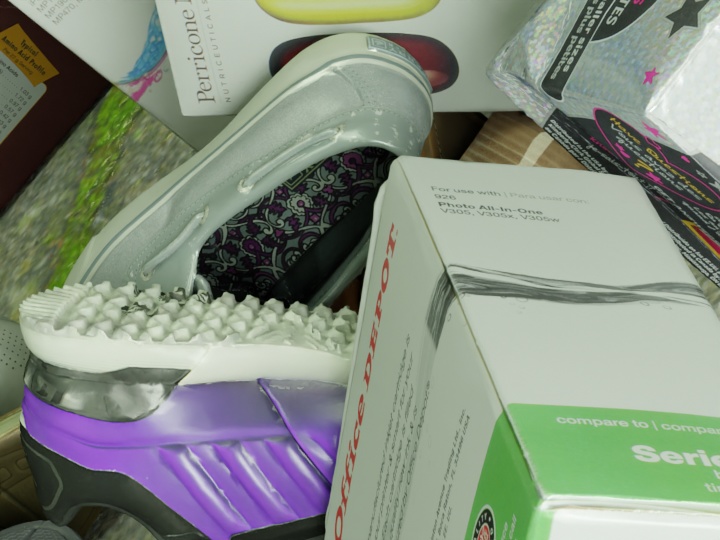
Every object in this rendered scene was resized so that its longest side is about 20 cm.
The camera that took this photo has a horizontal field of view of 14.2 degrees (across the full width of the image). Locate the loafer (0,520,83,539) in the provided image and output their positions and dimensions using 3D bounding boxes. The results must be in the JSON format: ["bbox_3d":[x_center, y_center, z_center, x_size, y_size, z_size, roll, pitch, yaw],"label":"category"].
[{"bbox_3d":[-0.105,0.171,1.050,0.072,0.063,0.200,-17,34,-2],"label":"loafer"}]

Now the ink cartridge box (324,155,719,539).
[{"bbox_3d":[0.052,0.074,0.814,0.200,0.084,0.146,-109,26,-60],"label":"ink cartridge box"}]

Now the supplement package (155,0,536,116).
[{"bbox_3d":[0.032,-0.128,1.038,0.200,0.114,0.110,0,30,22],"label":"supplement package"}]

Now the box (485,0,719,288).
[{"bbox_3d":[0.160,-0.095,0.887,0.200,0.132,0.115,-53,25,-7],"label":"box"}]

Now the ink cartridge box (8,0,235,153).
[{"bbox_3d":[-0.077,-0.137,1.233,0.086,0.200,0.148,-39,29,20],"label":"ink cartridge box"}]

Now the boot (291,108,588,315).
[{"bbox_3d":[0.000,0.000,1.083,0.155,0.074,0.200,-55,24,-2],"label":"boot"}]

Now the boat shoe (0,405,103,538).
[{"bbox_3d":[-0.178,0.113,1.210,0.201,0.073,0.063,-46,30,23],"label":"boat shoe"}]

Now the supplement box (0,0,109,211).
[{"bbox_3d":[-0.248,-0.134,1.496,0.200,0.197,0.133,-49,26,-1],"label":"supplement box"}]

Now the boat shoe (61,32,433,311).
[{"bbox_3d":[-0.048,0.002,1.020,0.201,0.070,0.072,-46,24,28],"label":"boat shoe"}]

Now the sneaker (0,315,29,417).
[{"bbox_3d":[-0.208,0.062,1.300,0.200,0.088,0.081,-29,33,36],"label":"sneaker"}]

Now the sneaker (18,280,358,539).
[{"bbox_3d":[-0.018,0.066,0.966,0.070,0.200,0.100,-59,-23,-74],"label":"sneaker"}]
